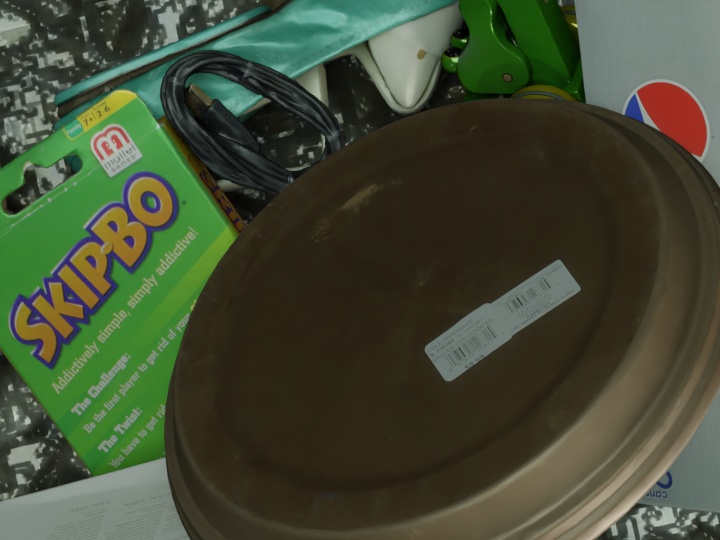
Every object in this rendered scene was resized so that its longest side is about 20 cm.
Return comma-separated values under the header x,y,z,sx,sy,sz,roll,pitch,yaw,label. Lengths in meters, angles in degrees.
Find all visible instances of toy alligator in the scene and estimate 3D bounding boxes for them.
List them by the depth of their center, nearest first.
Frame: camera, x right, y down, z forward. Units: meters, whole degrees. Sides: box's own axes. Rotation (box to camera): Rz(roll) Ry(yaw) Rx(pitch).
x,y,z,sx,sy,sz,roll,pitch,yaw,label
0.056,-0.067,0.830,0.054,0.059,0.200,-16,122,33,toy alligator

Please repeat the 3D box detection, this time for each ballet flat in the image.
x,y,z,sx,sy,sz,roll,pitch,yaw,label
-0.014,-0.077,0.858,0.200,0.067,0.071,-28,94,7,ballet flat

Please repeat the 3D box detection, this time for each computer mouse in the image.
x,y,z,sx,sy,sz,roll,pitch,yaw,label
0.000,0.000,0.843,0.059,0.034,0.200,-40,102,-5,computer mouse

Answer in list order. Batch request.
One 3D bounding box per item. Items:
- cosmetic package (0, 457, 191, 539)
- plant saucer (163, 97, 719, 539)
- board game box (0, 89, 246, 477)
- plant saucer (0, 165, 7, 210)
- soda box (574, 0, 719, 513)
x,y,z,sx,sy,sz,roll,pitch,yaw,label
-0.045,0.103,0.779,0.200,0.083,0.051,-17,129,30,cosmetic package
0.022,0.018,0.737,0.200,0.029,0.200,-18,44,18,plant saucer
-0.062,0.039,0.841,0.095,0.030,0.200,-33,102,10,board game box
-0.226,-0.012,0.883,0.200,0.035,0.201,0,86,5,plant saucer
0.124,-0.021,0.802,0.063,0.068,0.201,3,106,38,soda box
